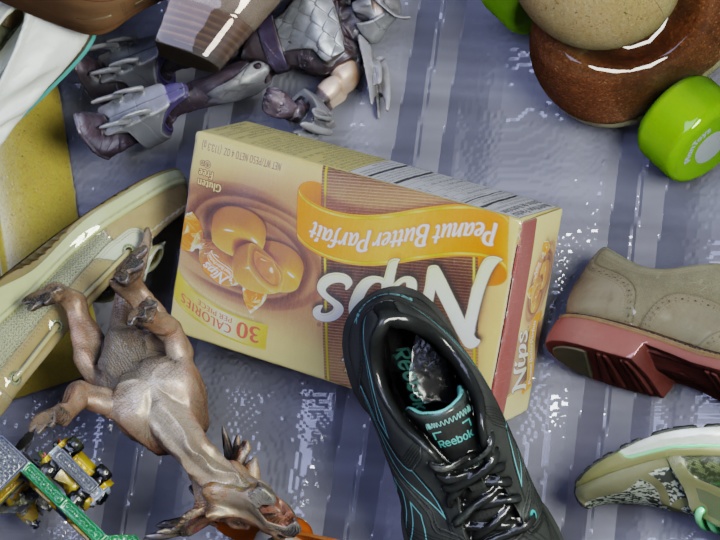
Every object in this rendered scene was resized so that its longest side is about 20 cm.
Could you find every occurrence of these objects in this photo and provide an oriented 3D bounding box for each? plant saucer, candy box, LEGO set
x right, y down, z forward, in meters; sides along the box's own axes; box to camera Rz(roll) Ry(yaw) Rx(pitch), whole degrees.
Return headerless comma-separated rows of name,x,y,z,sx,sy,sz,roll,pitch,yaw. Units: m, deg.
plant saucer,-0.264,-0.009,1.539,0.200,0.048,0.200,-18,66,14
candy box,0.000,0.000,1.404,0.200,0.055,0.115,16,107,25
LEGO set,-0.204,0.186,1.425,0.154,0.116,0.200,35,76,6

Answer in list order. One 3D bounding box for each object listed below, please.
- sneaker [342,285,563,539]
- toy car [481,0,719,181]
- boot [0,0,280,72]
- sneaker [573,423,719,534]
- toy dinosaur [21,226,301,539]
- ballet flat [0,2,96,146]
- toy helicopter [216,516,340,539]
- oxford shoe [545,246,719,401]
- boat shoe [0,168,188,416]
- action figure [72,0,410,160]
sneaker,0.046,0.102,1.311,0.075,0.079,0.200,-28,87,-4
toy car,0.138,-0.169,1.357,0.158,0.200,0.164,-45,62,1
boot,-0.122,-0.201,1.451,0.200,0.070,0.146,22,76,-4
sneaker,0.201,0.122,1.300,0.200,0.077,0.089,-3,78,22
toy dinosaur,-0.107,0.069,1.388,0.086,0.136,0.200,-32,35,9
ballet flat,-0.230,-0.085,1.487,0.069,0.069,0.200,34,86,28
toy helicopter,-0.017,0.183,1.369,0.200,0.079,0.132,-5,59,8
oxford shoe,0.195,0.031,1.335,0.200,0.070,0.075,14,71,24
boat shoe,-0.161,0.014,1.456,0.201,0.073,0.063,-40,96,-38
action figure,-0.064,-0.123,1.495,0.200,0.069,0.130,-19,60,10
